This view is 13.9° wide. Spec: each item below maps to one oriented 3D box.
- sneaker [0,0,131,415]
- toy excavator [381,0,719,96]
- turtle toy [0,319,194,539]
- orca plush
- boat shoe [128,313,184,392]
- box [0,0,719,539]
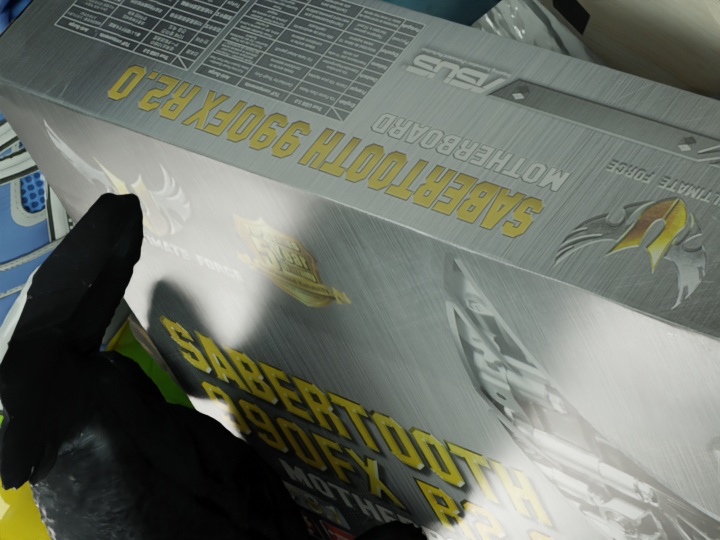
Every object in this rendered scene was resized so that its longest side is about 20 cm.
[{"bbox_3d":[-0.068,-0.048,0.744,0.077,0.200,0.076,27,-155,-22],"label":"sneaker"},{"bbox_3d":[0.020,-0.082,0.592,0.200,0.100,0.195,45,160,10],"label":"toy excavator"},{"bbox_3d":[-0.063,0.062,0.904,0.145,0.101,0.201,30,-144,-23],"label":"turtle toy"},{"bbox_3d":[-0.022,0.049,0.624,0.201,0.071,0.106,75,-176,-50],"label":"orca plush"},{"bbox_3d":[0.000,0.000,0.774,0.075,0.073,0.200,48,156,-5],"label":"boat shoe"},{"bbox_3d":[0.033,0.020,0.594,0.199,0.048,0.159,21,152,39],"label":"box"}]
